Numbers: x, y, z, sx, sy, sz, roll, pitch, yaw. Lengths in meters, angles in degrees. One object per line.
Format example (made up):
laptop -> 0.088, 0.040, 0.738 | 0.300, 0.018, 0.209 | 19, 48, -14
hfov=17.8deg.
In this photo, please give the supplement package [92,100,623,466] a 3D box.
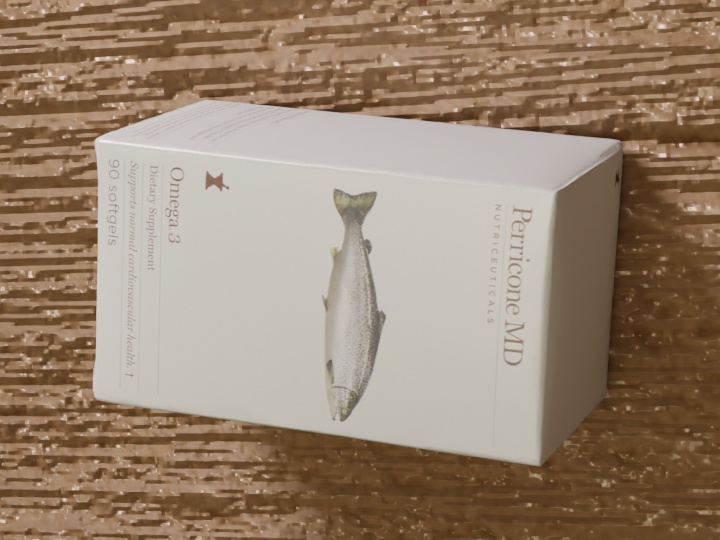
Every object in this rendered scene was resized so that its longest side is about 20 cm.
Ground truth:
supplement package -> 0.000, 0.000, 0.971 | 0.200, 0.117, 0.117 | 7, 104, 19
